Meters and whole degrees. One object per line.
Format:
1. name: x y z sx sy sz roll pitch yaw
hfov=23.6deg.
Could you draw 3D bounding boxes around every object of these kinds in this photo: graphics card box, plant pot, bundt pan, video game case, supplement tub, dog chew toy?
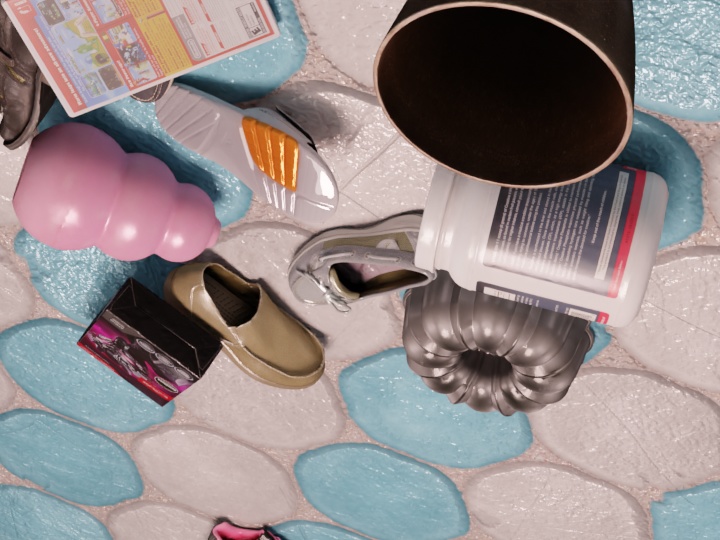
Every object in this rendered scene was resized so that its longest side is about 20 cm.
1. graphics card box: -0.231 0.081 1.869 0.125 0.051 0.200 38 157 -8
2. plant pot: 0.126 -0.196 1.267 0.187 0.200 0.187 13 144 9
3. bundt pan: 0.130 0.077 1.739 0.202 0.076 0.202 13 144 10
4. video game case: -0.182 -0.216 1.453 0.200 0.017 0.143 -21 139 3
5. supplement tub: 0.159 -0.038 1.513 0.200 0.140 0.140 15 145 6
6. dog chew toy: -0.233 -0.067 1.681 0.200 0.125 0.125 18 146 -13

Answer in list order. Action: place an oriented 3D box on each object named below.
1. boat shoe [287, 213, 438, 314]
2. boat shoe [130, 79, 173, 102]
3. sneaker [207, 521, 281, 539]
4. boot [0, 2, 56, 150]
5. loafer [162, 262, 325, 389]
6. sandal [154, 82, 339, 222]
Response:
1. boat shoe: 0.002 0.001 1.702 0.202 0.065 0.074 -14 133 38
2. boat shoe: -0.210 -0.212 1.512 0.073 0.063 0.200 11 142 12
3. sneaker: -0.115 0.384 2.272 0.200 0.079 0.095 15 133 4
4. boot: -0.353 -0.214 1.589 0.174 0.069 0.200 30 139 -7
5. loafer: -0.116 0.059 1.824 0.200 0.076 0.067 32 149 -18
6. sandal: -0.095 -0.124 1.595 0.207 0.059 0.079 33 131 16
